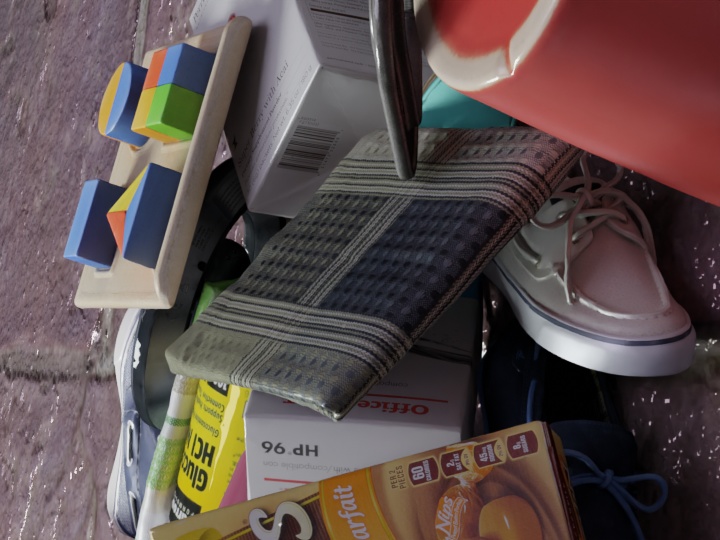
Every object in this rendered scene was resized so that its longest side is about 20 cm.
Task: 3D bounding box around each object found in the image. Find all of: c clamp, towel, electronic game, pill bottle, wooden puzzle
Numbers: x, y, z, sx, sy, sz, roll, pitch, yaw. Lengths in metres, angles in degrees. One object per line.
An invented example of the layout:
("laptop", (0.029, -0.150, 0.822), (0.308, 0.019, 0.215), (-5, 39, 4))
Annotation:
("c clamp", (0.018, -0.138, 0.928), (0.200, 0.027, 0.171), (70, -157, -74))
("towel", (0.004, -0.003, 0.959), (0.193, 0.035, 0.200), (-48, 24, -17))
("electronic game", (-0.104, 0.016, 1.284), (0.200, 0.042, 0.200), (20, -90, -75))
("pill bottle", (-0.061, 0.134, 1.201), (0.112, 0.112, 0.200), (33, 112, 60))
("towel", (-0.093, 0.099, 1.278), (0.031, 0.149, 0.200), (20, 102, 17))
("wooden puzzle", (-0.141, -0.068, 1.202), (0.200, 0.046, 0.185), (-6, 68, 67))

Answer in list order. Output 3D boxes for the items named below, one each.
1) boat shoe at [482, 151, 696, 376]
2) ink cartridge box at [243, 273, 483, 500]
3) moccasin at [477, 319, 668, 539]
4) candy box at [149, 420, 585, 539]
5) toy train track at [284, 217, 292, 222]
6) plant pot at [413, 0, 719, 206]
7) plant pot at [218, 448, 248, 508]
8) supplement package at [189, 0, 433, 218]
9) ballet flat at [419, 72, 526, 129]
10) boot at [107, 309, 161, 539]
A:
("boat shoe", (0.113, -0.019, 0.956), (0.202, 0.075, 0.086), (-126, 34, -62))
("ink cartridge box", (0.004, 0.073, 1.004), (0.200, 0.116, 0.068), (-79, -11, -56))
("moccasin", (0.103, 0.096, 0.942), (0.068, 0.080, 0.200), (-52, 40, 36))
("candy box", (0.009, 0.154, 0.880), (0.055, 0.200, 0.116), (45, -150, -69))
("toy train track", (0.000, 0.000, 1.201), (0.200, 0.033, 0.115), (52, 167, 44))
("plant pot", (0.133, -0.135, 0.845), (0.200, 0.177, 0.201), (-28, 57, 58))
("plant pot", (-0.016, 0.189, 1.041), (0.200, 0.200, 0.179), (-52, 24, 43))
("supplement package", (-0.020, -0.138, 1.197), (0.121, 0.120, 0.200), (-61, 33, 35))
("ballet flat", (0.056, -0.054, 1.089), (0.068, 0.072, 0.200), (28, 120, 16))
("boot", (-0.142, 0.117, 1.423), (0.090, 0.073, 0.200), (18, 106, 55))
